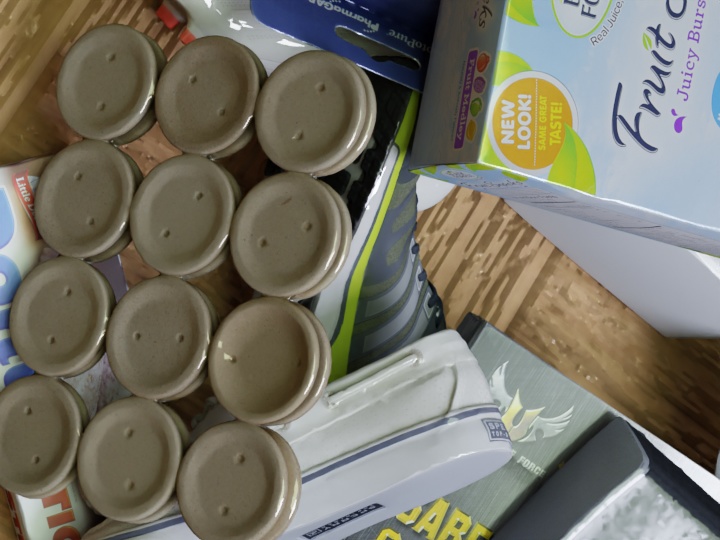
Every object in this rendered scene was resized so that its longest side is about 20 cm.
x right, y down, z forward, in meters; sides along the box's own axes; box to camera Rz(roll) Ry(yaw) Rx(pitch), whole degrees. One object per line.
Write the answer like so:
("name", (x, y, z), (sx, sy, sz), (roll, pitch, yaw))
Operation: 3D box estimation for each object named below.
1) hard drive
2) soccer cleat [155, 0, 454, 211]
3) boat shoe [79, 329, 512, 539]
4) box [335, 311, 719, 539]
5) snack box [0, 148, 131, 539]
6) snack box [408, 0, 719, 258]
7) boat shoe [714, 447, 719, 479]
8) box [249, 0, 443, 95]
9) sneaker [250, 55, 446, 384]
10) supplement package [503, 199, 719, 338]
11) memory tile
("hard drive", (0.090, 0.176, 0.936), (0.135, 0.042, 0.200), (41, 90, -8))
("soccer cleat", (-0.026, -0.104, 0.980), (0.200, 0.069, 0.078), (41, 93, -25))
("boat shoe", (-0.039, 0.080, 0.925), (0.199, 0.071, 0.070), (-24, 70, 13))
("box", (0.087, 0.138, 0.979), (0.200, 0.048, 0.159), (34, 90, -9))
("snack box", (-0.126, 0.052, 0.961), (0.072, 0.024, 0.201), (-17, 96, -21))
("snack box", (0.133, -0.098, 0.923), (0.199, 0.068, 0.170), (13, 83, -24))
("boat shoe", (0.200, 0.105, 1.048), (0.072, 0.066, 0.201), (16, 109, 11))
("box", (0.014, -0.161, 0.961), (0.121, 0.032, 0.201), (21, 46, -22))
("sneaker", (0.000, 0.000, 0.975), (0.081, 0.074, 0.201), (-4, 121, -37))
("supplement package", (0.183, -0.079, 1.046), (0.117, 0.117, 0.200), (39, 74, -18))
("memory tile", (-0.074, 0.003, 0.904), (0.017, 0.153, 0.201), (21, 79, -60))
